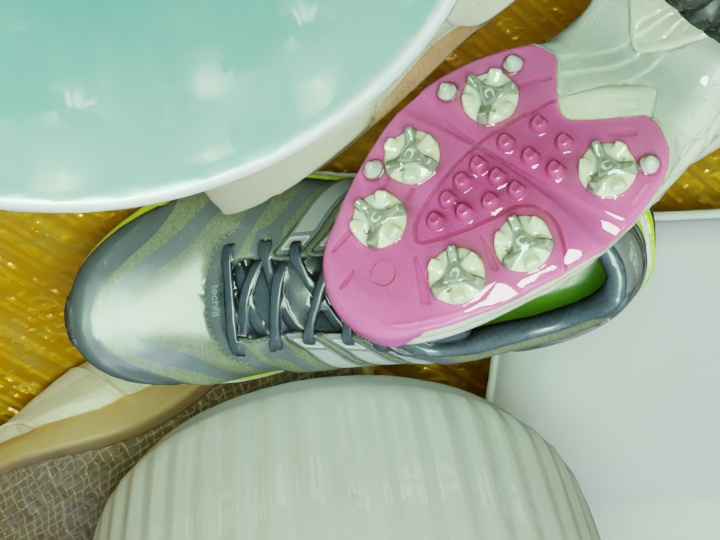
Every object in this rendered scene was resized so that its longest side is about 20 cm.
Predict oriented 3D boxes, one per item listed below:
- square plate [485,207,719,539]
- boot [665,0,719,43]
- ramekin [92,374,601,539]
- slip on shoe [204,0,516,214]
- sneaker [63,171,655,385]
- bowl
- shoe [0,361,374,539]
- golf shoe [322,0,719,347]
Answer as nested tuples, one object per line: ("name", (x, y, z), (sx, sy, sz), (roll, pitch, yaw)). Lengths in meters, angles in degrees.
("square plate", (0.133, 0.045, 0.895), (0.198, 0.028, 0.200), (-5, 131, -15))
("boot", (0.151, -0.118, 0.598), (0.211, 0.158, 0.079), (4, 142, -21))
("ramekin", (-0.003, 0.124, 0.810), (0.200, 0.105, 0.200), (-4, 141, -3))
("slip on shoe", (0.009, -0.087, 0.692), (0.061, 0.076, 0.200), (49, 134, -5))
("sneaker", (0.000, 0.000, 0.762), (0.199, 0.074, 0.081), (-10, -174, 2))
("bowl", (-0.072, -0.122, 0.557), (0.200, 0.105, 0.201), (-5, 129, -6))
("shoe", (-0.078, 0.062, 0.865), (0.200, 0.053, 0.070), (-27, 115, 19))
("golf shoe", (0.074, -0.041, 0.710), (0.200, 0.075, 0.092), (-40, 159, -9))
